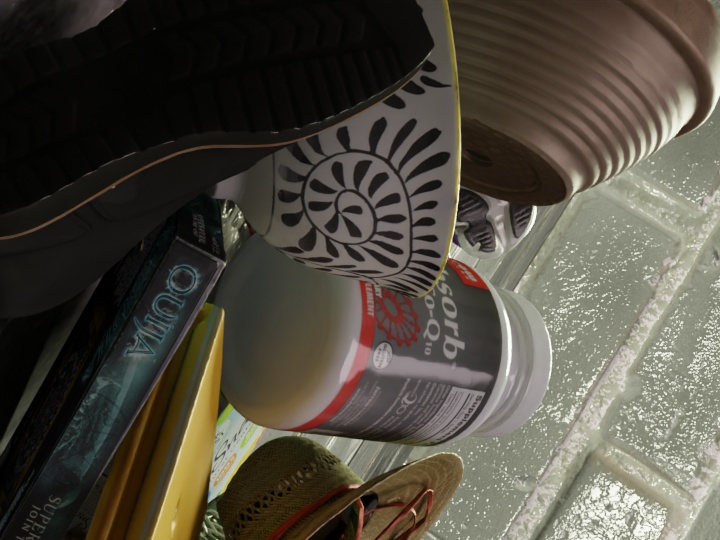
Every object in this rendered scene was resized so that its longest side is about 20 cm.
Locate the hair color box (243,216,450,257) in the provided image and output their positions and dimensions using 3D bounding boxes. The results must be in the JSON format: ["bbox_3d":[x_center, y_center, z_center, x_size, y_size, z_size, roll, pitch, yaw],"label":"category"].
[{"bbox_3d":[0.000,0.000,0.974,0.110,0.064,0.201,-31,143,-9],"label":"hair color box"}]

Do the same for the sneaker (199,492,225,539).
[{"bbox_3d":[-0.101,0.188,0.910,0.200,0.067,0.091,-49,164,-46],"label":"sneaker"}]

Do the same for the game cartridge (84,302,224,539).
[{"bbox_3d":[-0.107,0.142,0.745,0.201,0.032,0.178,103,1,-50],"label":"game cartridge"}]

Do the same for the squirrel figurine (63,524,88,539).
[{"bbox_3d":[-0.208,0.216,0.769,0.188,0.140,0.202,86,22,-56],"label":"squirrel figurine"}]

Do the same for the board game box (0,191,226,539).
[{"bbox_3d":[-0.125,0.052,0.709,0.201,0.028,0.135,-58,-163,13],"label":"board game box"}]

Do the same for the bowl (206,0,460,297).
[{"bbox_3d":[-0.029,-0.083,0.681,0.093,0.203,0.202,-7,150,-14],"label":"bowl"}]

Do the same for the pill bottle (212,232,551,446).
[{"bbox_3d":[0.018,0.043,0.883,0.199,0.116,0.117,13,112,-46],"label":"pill bottle"}]

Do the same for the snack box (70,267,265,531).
[{"bbox_3d":[-0.119,0.113,0.976,0.201,0.067,0.169,-57,170,-14],"label":"snack box"}]

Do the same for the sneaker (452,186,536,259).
[{"bbox_3d":[0.043,-0.101,0.948,0.080,0.203,0.083,-23,-163,-25],"label":"sneaker"}]

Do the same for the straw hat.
[{"bbox_3d":[-0.037,0.147,0.885,0.200,0.085,0.202,-37,158,-18],"label":"straw hat"}]

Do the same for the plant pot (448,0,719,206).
[{"bbox_3d":[0.075,-0.095,0.743,0.201,0.199,0.094,80,33,-75],"label":"plant pot"}]

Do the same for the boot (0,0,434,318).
[{"bbox_3d":[-0.075,-0.050,0.598,0.198,0.078,0.139,-18,162,-14],"label":"boot"}]
